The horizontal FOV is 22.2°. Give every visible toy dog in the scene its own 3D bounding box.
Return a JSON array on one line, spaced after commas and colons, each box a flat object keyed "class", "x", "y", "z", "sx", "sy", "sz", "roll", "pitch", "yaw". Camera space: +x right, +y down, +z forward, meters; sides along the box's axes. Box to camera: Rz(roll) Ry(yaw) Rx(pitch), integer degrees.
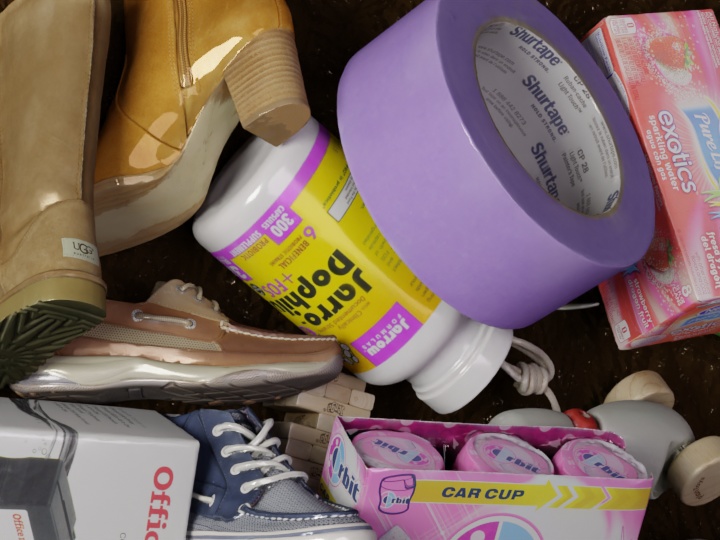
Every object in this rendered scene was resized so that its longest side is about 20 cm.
[{"class": "toy dog", "x": 0.151, "y": 0.128, "z": 1.218, "sx": 0.199, "sy": 0.132, "sz": 0.097, "roll": 15, "pitch": 119, "yaw": -22}]

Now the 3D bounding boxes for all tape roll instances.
[{"class": "tape roll", "x": 0.084, "y": -0.072, "z": 1.105, "sx": 0.199, "sy": 0.085, "sz": 0.201, "roll": 33, "pitch": 39, "yaw": -32}]

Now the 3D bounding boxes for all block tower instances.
[{"class": "block tower", "x": -0.046, "y": 0.158, "z": 1.132, "sx": 0.057, "sy": 0.054, "sz": 0.202, "roll": 18, "pitch": 79, "yaw": -25}]

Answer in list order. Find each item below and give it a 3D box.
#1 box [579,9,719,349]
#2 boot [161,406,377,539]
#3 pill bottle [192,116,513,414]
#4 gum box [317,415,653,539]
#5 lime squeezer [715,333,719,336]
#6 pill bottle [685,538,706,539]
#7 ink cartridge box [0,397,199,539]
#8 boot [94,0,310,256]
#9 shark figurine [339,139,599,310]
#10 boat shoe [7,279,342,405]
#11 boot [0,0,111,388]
[{"class": "box", "x": 0.204, "y": -0.062, "z": 1.219, "sx": 0.094, "sy": 0.103, "sz": 0.201, "roll": -8, "pitch": 72, "yaw": -27}, {"class": "boot", "x": -0.063, "y": 0.122, "z": 1.044, "sx": 0.072, "sy": 0.199, "sz": 0.091, "roll": 4, "pitch": 83, "yaw": -38}, {"class": "pill bottle", "x": 0.000, "y": 0.000, "z": 1.133, "sx": 0.200, "sy": 0.104, "sz": 0.105, "roll": 40, "pitch": 70, "yaw": -16}, {"class": "gum box", "x": 0.073, "y": 0.156, "z": 1.094, "sx": 0.198, "sy": 0.066, "sz": 0.114, "roll": 5, "pitch": 112, "yaw": -22}, {"class": "lime squeezer", "x": 0.209, "y": 0.000, "z": 1.292, "sx": 0.200, "sy": 0.038, "sz": 0.071, "roll": 50, "pitch": 36, "yaw": -15}, {"class": "pill bottle", "x": 0.296, "y": 0.260, "z": 1.272, "sx": 0.199, "sy": 0.112, "sz": 0.113, "roll": 18, "pitch": 79, "yaw": -26}, {"class": "ink cartridge box", "x": -0.202, "y": 0.149, "z": 1.022, "sx": 0.199, "sy": 0.084, "sz": 0.146, "roll": 7, "pitch": 95, "yaw": -27}, {"class": "boot", "x": -0.126, "y": -0.107, "z": 1.096, "sx": 0.071, "sy": 0.200, "sz": 0.145, "roll": 37, "pitch": 27, "yaw": -56}, {"class": "shark figurine", "x": 0.055, "y": -0.041, "z": 1.180, "sx": 0.128, "sy": 0.089, "sz": 0.215, "roll": -34, "pitch": 101, "yaw": -23}, {"class": "boat shoe", "x": -0.108, "y": 0.039, "z": 1.078, "sx": 0.198, "sy": 0.076, "sz": 0.072, "roll": 1, "pitch": 76, "yaw": -11}, {"class": "boot", "x": -0.200, "y": -0.044, "z": 1.042, "sx": 0.066, "sy": 0.174, "sz": 0.202, "roll": 24, "pitch": 52, "yaw": -45}]
